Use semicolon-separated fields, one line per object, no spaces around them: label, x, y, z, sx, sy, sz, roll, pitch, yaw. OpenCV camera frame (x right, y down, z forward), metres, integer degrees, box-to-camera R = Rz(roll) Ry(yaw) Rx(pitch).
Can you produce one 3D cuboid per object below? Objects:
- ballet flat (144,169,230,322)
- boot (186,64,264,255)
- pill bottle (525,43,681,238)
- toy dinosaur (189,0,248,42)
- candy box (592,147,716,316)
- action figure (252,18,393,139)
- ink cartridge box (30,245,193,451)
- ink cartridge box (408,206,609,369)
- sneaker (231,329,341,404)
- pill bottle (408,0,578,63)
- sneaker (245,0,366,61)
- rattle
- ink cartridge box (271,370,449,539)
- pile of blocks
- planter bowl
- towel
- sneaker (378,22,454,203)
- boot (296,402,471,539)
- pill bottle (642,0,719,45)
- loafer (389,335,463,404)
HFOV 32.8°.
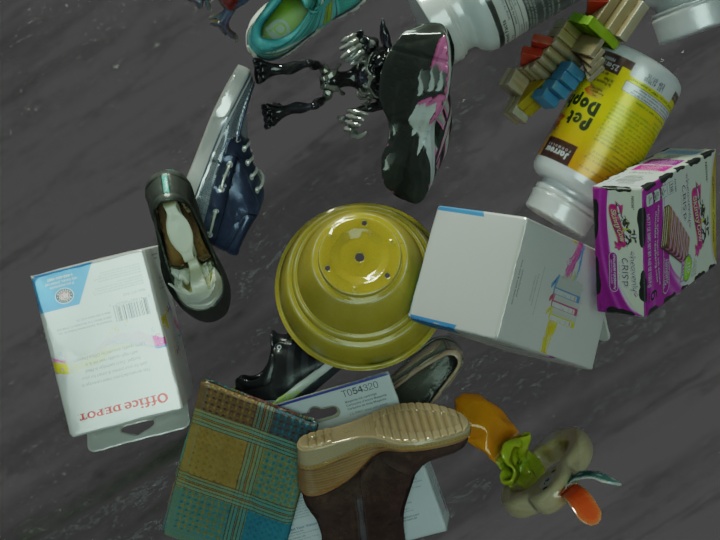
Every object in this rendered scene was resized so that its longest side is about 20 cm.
ballet flat;-0.191;-0.012;1.338;0.067;0.069;0.202;-20;122;-2
boot;-0.140;-0.122;1.379;0.089;0.073;0.203;22;101;-10
pill bottle;0.265;-0.143;1.364;0.108;0.109;0.202;29;92;-3
toy dinosaur;-0.110;-0.343;1.324;0.105;0.199;0.183;37;84;-31
candy box;0.322;-0.046;1.322;0.060;0.199;0.139;7;111;36
action figure;-0.015;-0.206;1.353;0.196;0.102;0.121;-11;110;-5
ink cartridge box;-0.266;0.086;1.352;0.126;0.125;0.204;-13;94;-1
ink cartridge box;0.175;0.023;1.323;0.198;0.127;0.127;18;85;-44
sneaker;-0.066;0.092;1.387;0.200;0.072;0.083;-43;93;1
pill bottle;0.158;-0.316;1.347;0.198;0.116;0.118;-30;94;1
sneaker;-0.046;-0.306;1.359;0.200;0.080;0.078;-44;94;0
rattle;0.190;0.195;1.337;0.129;0.200;0.145;-26;94;0
ink cartridge box;-0.021;0.222;1.376;0.193;0.043;0.203;-16;103;15
pile of blocks;0.221;-0.239;1.341;0.062;0.083;0.200;33;118;-24
planter bowl;0.000;0.000;1.338;0.196;0.084;0.204;-1;67;2
towel;-0.135;0.232;1.370;0.144;0.022;0.203;19;111;7
sneaker;0.067;-0.182;1.344;0.079;0.086;0.202;21;127;15
boot;0.034;0.235;1.328;0.196;0.073;0.169;-10;119;8
pill bottle;0.348;-0.362;1.351;0.112;0.114;0.203;-17;93;-1
loafer;0.043;0.157;1.398;0.072;0.063;0.200;42;91;-5
